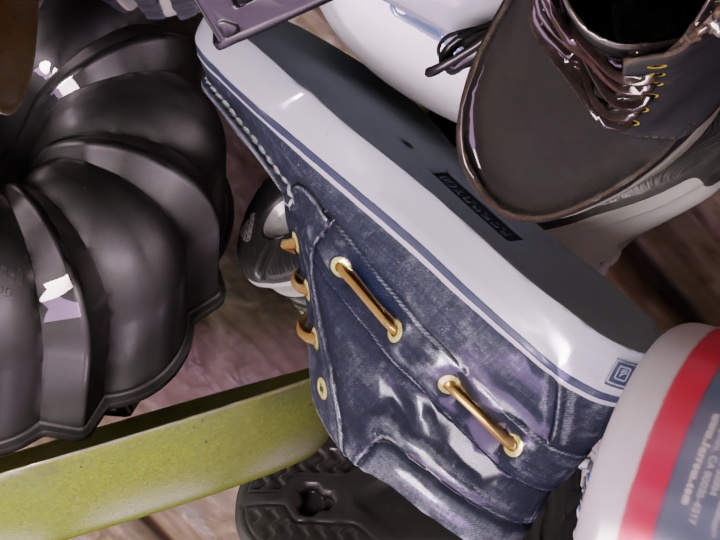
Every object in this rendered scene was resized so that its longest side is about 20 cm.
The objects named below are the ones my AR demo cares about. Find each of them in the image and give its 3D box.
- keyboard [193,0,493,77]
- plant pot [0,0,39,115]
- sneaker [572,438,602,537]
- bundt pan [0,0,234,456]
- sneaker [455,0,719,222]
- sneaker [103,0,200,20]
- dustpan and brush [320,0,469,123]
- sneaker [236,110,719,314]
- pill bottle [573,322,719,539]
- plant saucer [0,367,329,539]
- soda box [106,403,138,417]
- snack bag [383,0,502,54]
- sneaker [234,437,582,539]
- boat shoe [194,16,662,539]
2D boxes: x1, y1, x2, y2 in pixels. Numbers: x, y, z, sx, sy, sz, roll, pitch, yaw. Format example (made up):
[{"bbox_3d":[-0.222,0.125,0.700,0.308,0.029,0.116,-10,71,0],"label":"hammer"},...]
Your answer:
[{"bbox_3d":[0.036,-0.118,0.844,0.199,0.021,0.127,-22,114,21],"label":"keyboard"},{"bbox_3d":[-0.133,-0.148,0.889,0.027,0.201,0.201,-5,131,4],"label":"plant pot"},{"bbox_3d":[0.104,0.111,1.000,0.085,0.077,0.201,-27,113,5],"label":"sneaker"},{"bbox_3d":[-0.136,-0.041,0.982,0.201,0.202,0.076,30,147,5],"label":"bundt pan"},{"bbox_3d":[0.065,-0.068,0.771,0.075,0.106,0.200,48,135,8],"label":"sneaker"},{"bbox_3d":[-0.072,-0.172,0.910,0.077,0.080,0.201,11,129,23],"label":"sneaker"},{"bbox_3d":[0.006,-0.112,0.938,0.199,0.057,0.140,4,113,23],"label":"dustpan and brush"},{"bbox_3d":[0.065,-0.011,1.003,0.200,0.076,0.115,-15,139,35],"label":"sneaker"},{"bbox_3d":[0.171,0.095,0.824,0.199,0.120,0.120,15,136,21],"label":"pill bottle"},{"bbox_3d":[-0.092,0.074,1.035,0.199,0.199,0.031,-17,89,42],"label":"plant saucer"},{"bbox_3d":[-0.170,0.009,1.155,0.199,0.071,0.064,4,134,29],"label":"soda box"},{"bbox_3d":[0.004,-0.174,0.832,0.188,0.021,0.200,26,121,-10],"label":"snack bag"},{"bbox_3d":[0.059,0.113,1.112,0.198,0.077,0.114,-1,154,13],"label":"sneaker"},{"bbox_3d":[0.000,0.000,0.924,0.200,0.071,0.091,43,111,25],"label":"boat shoe"}]
